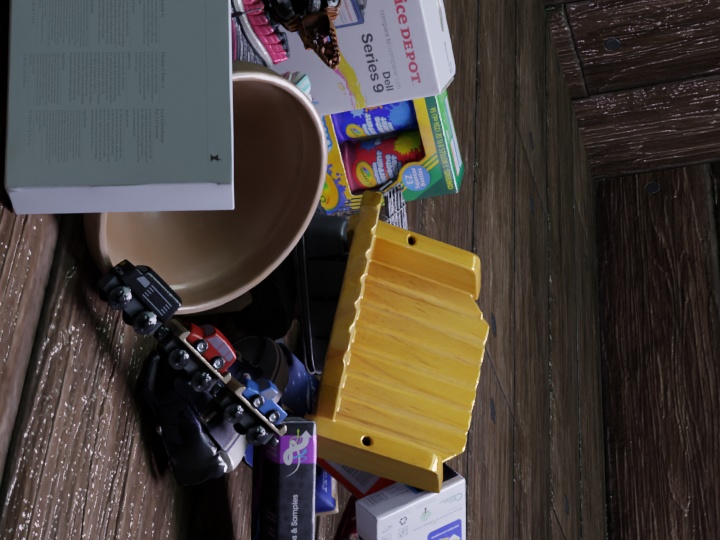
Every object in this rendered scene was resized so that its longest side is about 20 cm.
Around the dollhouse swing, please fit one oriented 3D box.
[{"bbox_3d":[0.044,0.055,1.469,0.176,0.181,0.201,137,-32,-64],"label":"dollhouse swing"}]

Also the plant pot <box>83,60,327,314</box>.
[{"bbox_3d":[-0.130,-0.076,1.319,0.093,0.201,0.201,41,-16,41],"label":"plant pot"}]

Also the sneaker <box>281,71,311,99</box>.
[{"bbox_3d":[-0.077,-0.140,1.546,0.075,0.088,0.200,49,1,-11],"label":"sneaker"}]

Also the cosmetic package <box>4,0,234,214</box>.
[{"bbox_3d":[-0.162,-0.140,1.198,0.052,0.150,0.201,93,-5,-69],"label":"cosmetic package"}]

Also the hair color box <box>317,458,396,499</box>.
[{"bbox_3d":[0.016,0.144,1.678,0.101,0.061,0.200,41,21,-3],"label":"hair color box"}]

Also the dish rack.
[{"bbox_3d":[0.000,0.000,1.661,0.200,0.054,0.154,-39,128,-64],"label":"dish rack"}]

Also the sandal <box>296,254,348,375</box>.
[{"bbox_3d":[-0.033,0.034,1.760,0.200,0.075,0.045,-90,158,-55],"label":"sandal"}]

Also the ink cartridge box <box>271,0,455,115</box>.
[{"bbox_3d":[-0.022,-0.230,1.685,0.088,0.199,0.146,-59,138,-67],"label":"ink cartridge box"}]

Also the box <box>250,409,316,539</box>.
[{"bbox_3d":[-0.065,0.218,1.428,0.143,0.036,0.201,174,-83,-78],"label":"box"}]

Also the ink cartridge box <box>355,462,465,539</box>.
[{"bbox_3d":[0.048,0.277,1.583,0.039,0.099,0.201,33,-45,47],"label":"ink cartridge box"}]

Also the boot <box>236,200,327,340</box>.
[{"bbox_3d":[-0.077,-0.051,1.632,0.200,0.065,0.165,-64,153,-58],"label":"boot"}]

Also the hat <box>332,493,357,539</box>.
[{"bbox_3d":[-0.031,0.283,1.675,0.176,0.199,0.166,37,-48,45],"label":"hat"}]

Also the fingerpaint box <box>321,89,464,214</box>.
[{"bbox_3d":[0.004,-0.169,1.814,0.073,0.166,0.201,-69,148,-65],"label":"fingerpaint box"}]

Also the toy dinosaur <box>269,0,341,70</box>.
[{"bbox_3d":[-0.047,-0.256,1.549,0.200,0.102,0.136,44,-20,33],"label":"toy dinosaur"}]

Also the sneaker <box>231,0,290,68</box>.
[{"bbox_3d":[-0.136,-0.252,1.533,0.200,0.074,0.081,60,9,-25],"label":"sneaker"}]

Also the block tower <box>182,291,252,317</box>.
[{"bbox_3d":[-0.135,-0.066,1.455,0.054,0.058,0.201,-37,119,-73],"label":"block tower"}]

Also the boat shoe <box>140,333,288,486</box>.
[{"bbox_3d":[-0.116,0.081,1.409,0.200,0.074,0.093,-71,142,-62],"label":"boat shoe"}]

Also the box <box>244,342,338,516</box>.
[{"bbox_3d":[-0.064,0.147,1.647,0.200,0.032,0.122,49,35,-62],"label":"box"}]

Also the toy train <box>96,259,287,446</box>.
[{"bbox_3d":[-0.118,0.062,1.301,0.200,0.046,0.034,49,-10,-31],"label":"toy train"}]
